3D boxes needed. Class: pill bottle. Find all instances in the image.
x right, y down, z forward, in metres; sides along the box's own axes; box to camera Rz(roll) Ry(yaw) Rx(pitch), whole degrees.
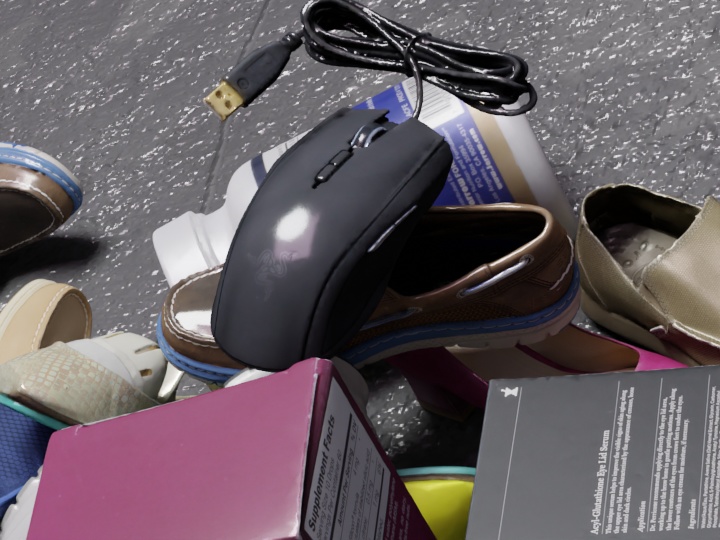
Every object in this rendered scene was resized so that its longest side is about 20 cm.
[{"bbox_3d":[0.002,-0.023,1.342,0.200,0.116,0.116,-27,36,5],"label":"pill bottle"}]

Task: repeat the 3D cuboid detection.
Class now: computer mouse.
[{"bbox_3d":[-0.026,-0.052,1.177,0.140,0.046,0.200,24,63,28],"label":"computer mouse"}]

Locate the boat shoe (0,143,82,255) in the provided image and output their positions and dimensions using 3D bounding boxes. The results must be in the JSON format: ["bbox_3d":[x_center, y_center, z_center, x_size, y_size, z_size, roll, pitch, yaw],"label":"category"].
[{"bbox_3d":[-0.249,-0.018,1.545,0.200,0.072,0.072,-14,43,37],"label":"boat shoe"}]

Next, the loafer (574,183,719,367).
[{"bbox_3d":[0.169,0.010,1.226,0.200,0.067,0.076,18,57,46],"label":"loafer"}]

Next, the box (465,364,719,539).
[{"bbox_3d":[0.117,0.135,1.089,0.141,0.079,0.200,-3,42,14],"label":"box"}]

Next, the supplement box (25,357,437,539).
[{"bbox_3d":[-0.035,0.150,1.087,0.131,0.200,0.103,-16,38,20],"label":"supplement box"}]

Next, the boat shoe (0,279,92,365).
[{"bbox_3d":[-0.167,0.090,1.367,0.069,0.074,0.200,-6,52,26],"label":"boat shoe"}]

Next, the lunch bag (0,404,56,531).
[{"bbox_3d":[-0.239,0.123,1.219,0.136,0.132,0.200,34,31,16],"label":"lunch bag"}]

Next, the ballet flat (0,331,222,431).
[{"bbox_3d":[-0.108,0.060,1.251,0.067,0.200,0.062,24,85,29],"label":"ballet flat"}]

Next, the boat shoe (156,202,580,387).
[{"bbox_3d":[0.000,0.000,1.208,0.200,0.072,0.072,-11,52,1],"label":"boat shoe"}]

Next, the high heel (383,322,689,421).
[{"bbox_3d":[0.083,0.036,1.231,0.200,0.096,0.067,15,55,45],"label":"high heel"}]

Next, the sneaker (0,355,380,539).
[{"bbox_3d":[-0.079,0.111,1.172,0.200,0.075,0.087,-30,41,2],"label":"sneaker"}]

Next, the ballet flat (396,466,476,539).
[{"bbox_3d":[-0.020,0.136,1.222,0.200,0.067,0.067,-8,62,31],"label":"ballet flat"}]
